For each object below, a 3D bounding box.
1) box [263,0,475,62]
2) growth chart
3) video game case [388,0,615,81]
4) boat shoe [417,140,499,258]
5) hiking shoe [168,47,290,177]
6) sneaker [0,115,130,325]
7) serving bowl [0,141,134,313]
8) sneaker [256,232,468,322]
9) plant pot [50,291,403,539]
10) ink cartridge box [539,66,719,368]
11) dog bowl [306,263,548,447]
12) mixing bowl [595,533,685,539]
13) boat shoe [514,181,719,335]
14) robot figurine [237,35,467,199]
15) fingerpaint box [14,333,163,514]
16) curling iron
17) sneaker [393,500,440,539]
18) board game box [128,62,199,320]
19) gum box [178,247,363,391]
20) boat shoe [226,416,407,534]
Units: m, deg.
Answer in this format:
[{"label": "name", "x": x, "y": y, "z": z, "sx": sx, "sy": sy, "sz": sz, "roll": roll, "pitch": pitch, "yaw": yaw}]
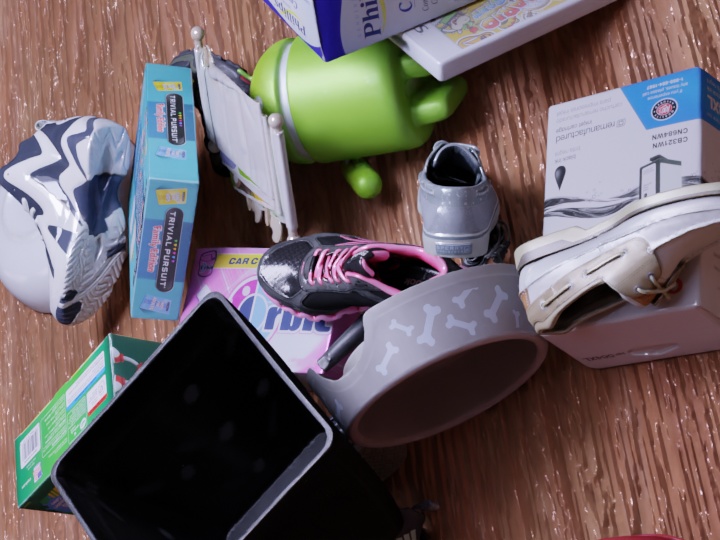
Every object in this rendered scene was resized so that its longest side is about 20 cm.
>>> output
[{"label": "box", "x": 0.006, "y": -0.294, "z": 1.739, "sx": 0.199, "sy": 0.105, "sz": 0.184, "roll": -25, "pitch": 43, "yaw": -17}, {"label": "growth chart", "x": -0.104, "y": -0.114, "z": 1.828, "sx": 0.018, "sy": 0.146, "sz": 0.200, "roll": -19, "pitch": 37, "yaw": -20}, {"label": "video game case", "x": 0.101, "y": -0.248, "z": 1.765, "sx": 0.199, "sy": 0.023, "sz": 0.182, "roll": -26, "pitch": 44, "yaw": -20}, {"label": "boat shoe", "x": 0.082, "y": -0.069, "z": 1.684, "sx": 0.069, "sy": 0.201, "sz": 0.072, "roll": 2, "pitch": 108, "yaw": 2}, {"label": "hiking shoe", "x": -0.130, "y": -0.145, "z": 1.958, "sx": 0.199, "sy": 0.076, "sz": 0.101, "roll": 23, "pitch": 83, "yaw": 43}, {"label": "sneaker", "x": -0.296, "y": -0.055, "z": 1.989, "sx": 0.129, "sy": 0.079, "sz": 0.201, "roll": 15, "pitch": 106, "yaw": 39}, {"label": "serving bowl", "x": -0.310, "y": -0.062, "z": 2.081, "sx": 0.199, "sy": 0.066, "sz": 0.202, "roll": -18, "pitch": 59, "yaw": 33}, {"label": "sneaker", "x": 0.000, "y": 0.000, "z": 1.685, "sx": 0.199, "sy": 0.095, "sz": 0.080, "roll": 6, "pitch": 74, "yaw": 22}, {"label": "plant pot", "x": -0.085, "y": 0.174, "z": 1.603, "sx": 0.200, "sy": 0.177, "sz": 0.200, "roll": -48, "pitch": 47, "yaw": 5}, {"label": "ink cartridge box", "x": 0.222, "y": -0.038, "z": 1.601, "sx": 0.145, "sy": 0.084, "sz": 0.201, "roll": -13, "pitch": 62, "yaw": 35}, {"label": "dog bowl", "x": 0.059, "y": 0.073, "z": 1.620, "sx": 0.200, "sy": 0.200, "sz": 0.059, "roll": -36, "pitch": 66, "yaw": 23}, {"label": "mixing bowl", "x": 0.173, "y": 0.275, "z": 1.482, "sx": 0.199, "sy": 0.108, "sz": 0.202, "roll": -19, "pitch": 58, "yaw": 34}, {"label": "boat shoe", "x": 0.204, "y": -0.007, "z": 1.501, "sx": 0.199, "sy": 0.074, "sz": 0.069, "roll": -22, "pitch": 64, "yaw": 37}, {"label": "robot figurine", "x": -0.010, "y": -0.157, "z": 1.818, "sx": 0.199, "sy": 0.177, "sz": 0.116, "roll": -7, "pitch": 25, "yaw": 22}, {"label": "fingerpaint box", "x": -0.182, "y": 0.144, "z": 1.765, "sx": 0.200, "sy": 0.166, "sz": 0.074, "roll": -43, "pitch": 45, "yaw": 44}, {"label": "curling iron", "x": 0.043, "y": 0.019, "z": 1.727, "sx": 0.199, "sy": 0.026, "sz": 0.050, "roll": -36, "pitch": 42, "yaw": -3}, {"label": "sneaker", "x": 0.024, "y": 0.246, "z": 1.643, "sx": 0.140, "sy": 0.078, "sz": 0.200, "roll": -50, "pitch": 47, "yaw": 12}, {"label": "board game box", "x": -0.183, "y": -0.074, "z": 1.898, "sx": 0.201, "sy": 0.047, "sz": 0.152, "roll": -100, "pitch": 18, "yaw": -54}, {"label": "gum box", "x": -0.076, "y": 0.044, "z": 1.830, "sx": 0.199, "sy": 0.066, "sz": 0.114, "roll": 0, "pitch": 72, "yaw": 40}, {"label": "boat shoe", "x": -0.047, "y": 0.180, "z": 1.741, "sx": 0.200, "sy": 0.075, "sz": 0.062, "roll": -38, "pitch": 44, "yaw": 16}]
